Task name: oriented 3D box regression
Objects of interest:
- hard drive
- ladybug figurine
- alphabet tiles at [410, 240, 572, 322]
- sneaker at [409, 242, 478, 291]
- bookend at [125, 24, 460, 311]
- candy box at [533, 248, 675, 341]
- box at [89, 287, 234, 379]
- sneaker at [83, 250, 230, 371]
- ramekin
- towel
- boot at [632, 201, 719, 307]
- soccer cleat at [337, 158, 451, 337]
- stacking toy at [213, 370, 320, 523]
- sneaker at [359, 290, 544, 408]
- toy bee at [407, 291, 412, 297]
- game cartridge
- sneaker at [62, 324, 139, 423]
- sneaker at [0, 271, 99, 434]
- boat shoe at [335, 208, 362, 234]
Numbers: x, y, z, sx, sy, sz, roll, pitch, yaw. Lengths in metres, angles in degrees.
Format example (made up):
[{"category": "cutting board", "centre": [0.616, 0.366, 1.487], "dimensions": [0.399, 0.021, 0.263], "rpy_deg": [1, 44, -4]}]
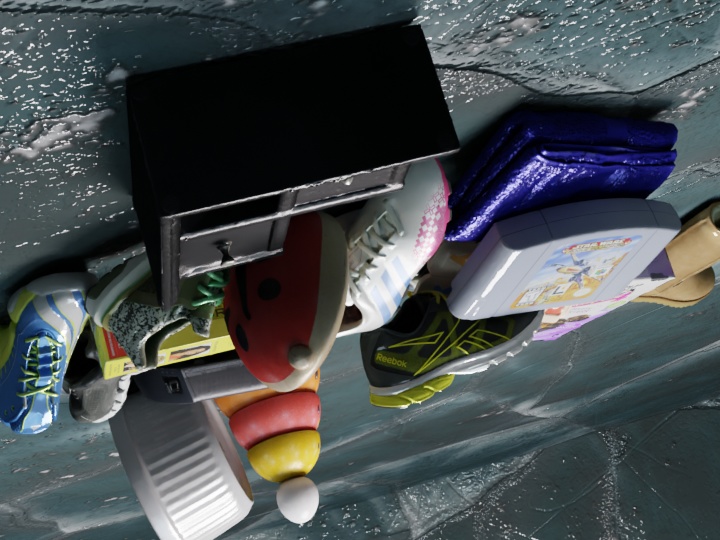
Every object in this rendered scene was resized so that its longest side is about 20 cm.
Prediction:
[{"category": "hard drive", "centre": [-0.155, 0.104, 1.358], "dimensions": [0.133, 0.043, 0.199], "rpy_deg": [-9, -179, -25]}, {"category": "ladybug figurine", "centre": [-0.065, 0.017, 1.071], "dimensions": [0.071, 0.201, 0.137], "rpy_deg": [24, 108, -20]}, {"category": "alphabet tiles", "centre": [0.144, -0.007, 1.264], "dimensions": [0.193, 0.015, 0.202], "rpy_deg": [5, 123, -33]}, {"category": "sneaker", "centre": [0.111, -0.014, 1.330], "dimensions": [0.197, 0.079, 0.086], "rpy_deg": [1, 169, -31]}, {"category": "bookend", "centre": [-0.055, -0.065, 0.917], "dimensions": [0.196, 0.093, 0.200], "rpy_deg": [-14, 164, -13]}, {"category": "candy box", "centre": [0.231, 0.017, 1.525], "dimensions": [0.166, 0.073, 0.199], "rpy_deg": [-2, 158, -43]}, {"category": "box", "centre": [-0.142, 0.036, 1.198], "dimensions": [0.197, 0.076, 0.050], "rpy_deg": [-11, 161, -17]}, {"category": "sneaker", "centre": [-0.127, 0.008, 1.059], "dimensions": [0.199, 0.089, 0.077], "rpy_deg": [-40, 160, 21]}, {"category": "ramekin", "centre": [-0.202, 0.218, 1.526], "dimensions": [0.104, 0.202, 0.200], "rpy_deg": [-26, 164, -2]}, {"category": "towel", "centre": [0.175, -0.072, 1.149], "dimensions": [0.198, 0.050, 0.148], "rpy_deg": [0, 139, -38]}, {"category": "boot", "centre": [0.426, -0.020, 1.624], "dimensions": [0.173, 0.067, 0.200], "rpy_deg": [-7, 160, -33]}, {"category": "soccer cleat", "centre": [0.014, -0.014, 1.107], "dimensions": [0.086, 0.070, 0.201], "rpy_deg": [-22, 148, -35]}, {"category": "stacking toy", "centre": [-0.091, 0.193, 1.533], "dimensions": [0.144, 0.203, 0.146], "rpy_deg": [-15, 165, -4]}, {"category": "sneaker", "centre": [0.086, 0.051, 1.216], "dimensions": [0.198, 0.086, 0.074], "rpy_deg": [-29, -160, -23]}, {"category": "toy bee", "centre": [0.106, 0.033, 1.401], "dimensions": [0.110, 0.130, 0.200], "rpy_deg": [-63, 177, 15]}, {"category": "game cartridge", "centre": [0.185, -0.012, 1.184], "dimensions": [0.197, 0.042, 0.133], "rpy_deg": [-7, 155, -28]}, {"category": "sneaker", "centre": [-0.263, 0.095, 1.287], "dimensions": [0.089, 0.067, 0.200], "rpy_deg": [-3, 155, -33]}, {"category": "sneaker", "centre": [-0.268, 0.077, 1.140], "dimensions": [0.075, 0.107, 0.200], "rpy_deg": [-6, 161, -35]}, {"category": "boat shoe", "centre": [0.000, 0.000, 1.237], "dimensions": [0.072, 0.066, 0.200], "rpy_deg": [-15, 163, -7]}]
